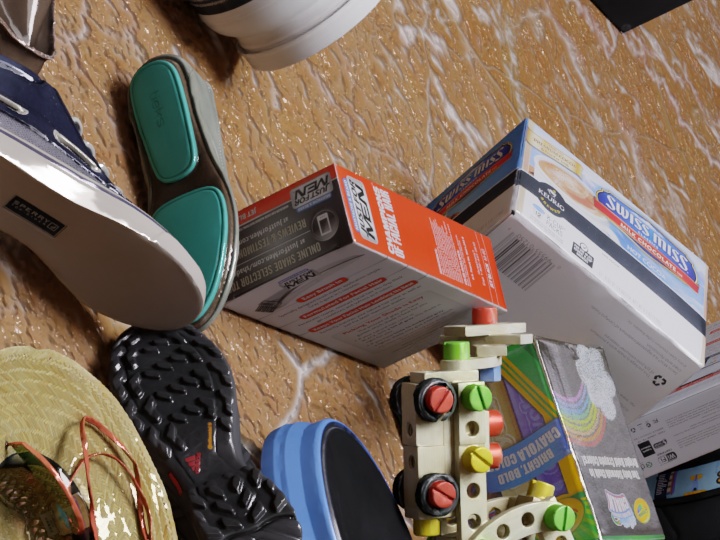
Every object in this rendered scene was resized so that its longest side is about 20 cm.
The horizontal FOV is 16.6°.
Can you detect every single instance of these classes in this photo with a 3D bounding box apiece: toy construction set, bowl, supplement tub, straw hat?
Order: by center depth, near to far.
[{"bbox_3d":[-0.177,0.139,1.259,0.201,0.085,0.201,51,26,-37],"label":"straw hat"},{"bbox_3d":[-0.001,0.186,1.541,0.201,0.039,0.201,-22,90,-77],"label":"bowl"},{"bbox_3d":[0.084,0.119,1.653,0.131,0.092,0.200,-2,77,-27],"label":"toy construction set"},{"bbox_3d":[-0.082,-0.252,1.702,0.200,0.140,0.140,53,29,-23],"label":"supplement tub"}]

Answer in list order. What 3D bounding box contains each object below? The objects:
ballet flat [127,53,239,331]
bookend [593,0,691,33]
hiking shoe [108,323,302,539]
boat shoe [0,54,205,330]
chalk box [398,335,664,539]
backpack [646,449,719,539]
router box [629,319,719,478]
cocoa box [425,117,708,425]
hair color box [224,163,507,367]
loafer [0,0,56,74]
[{"bbox_3d":[-0.104,-0.045,1.573,0.064,0.067,0.200,36,38,-57],"label":"ballet flat"},{"bbox_3d":[0.241,-0.379,2.462,0.200,0.092,0.199,40,35,-42],"label":"bookend"},{"bbox_3d":[-0.098,0.120,1.451,0.101,0.076,0.200,97,-28,-50],"label":"hiking shoe"},{"bbox_3d":[-0.166,-0.051,1.436,0.200,0.075,0.093,38,36,-30],"label":"boat shoe"},{"bbox_3d":[0.128,0.163,1.761,0.124,0.124,0.200,12,59,-60],"label":"chalk box"},{"bbox_3d":[0.302,0.220,1.946,0.135,0.200,0.183,38,37,-43],"label":"backpack"},{"bbox_3d":[0.255,0.101,1.959,0.049,0.200,0.179,60,27,-8],"label":"router box"},{"bbox_3d":[0.149,0.012,1.867,0.200,0.133,0.131,38,34,-17],"label":"cocoa box"},{"bbox_3d":[0.000,0.000,1.674,0.200,0.111,0.064,23,48,-55],"label":"hair color box"},{"bbox_3d":[-0.211,-0.205,1.502,0.073,0.071,0.200,29,43,-50],"label":"loafer"}]
